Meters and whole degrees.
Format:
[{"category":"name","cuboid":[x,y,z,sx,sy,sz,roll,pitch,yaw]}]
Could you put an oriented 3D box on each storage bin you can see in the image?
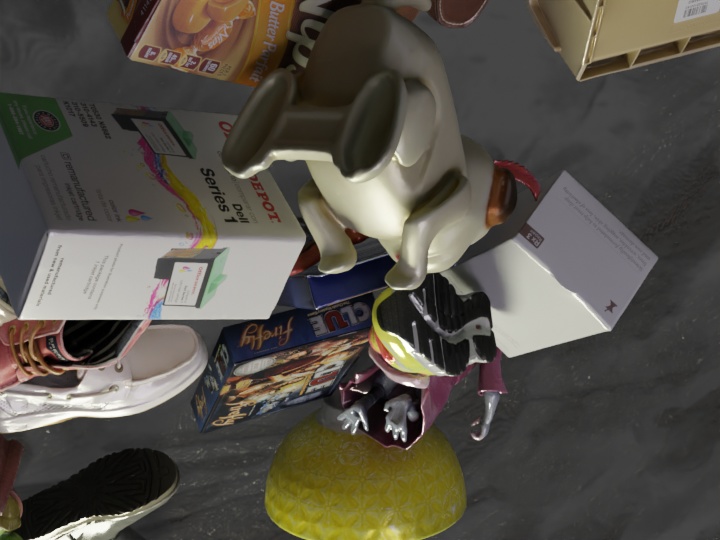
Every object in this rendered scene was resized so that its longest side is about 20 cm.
[{"category":"storage bin","cuboid":[0.241,-0.257,1.098,0.198,0.094,0.200,-16,143,-18]}]

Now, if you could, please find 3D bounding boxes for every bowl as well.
[{"category":"bowl","cuboid":[0.004,0.172,1.420,0.198,0.200,0.109,-9,108,-25]}]

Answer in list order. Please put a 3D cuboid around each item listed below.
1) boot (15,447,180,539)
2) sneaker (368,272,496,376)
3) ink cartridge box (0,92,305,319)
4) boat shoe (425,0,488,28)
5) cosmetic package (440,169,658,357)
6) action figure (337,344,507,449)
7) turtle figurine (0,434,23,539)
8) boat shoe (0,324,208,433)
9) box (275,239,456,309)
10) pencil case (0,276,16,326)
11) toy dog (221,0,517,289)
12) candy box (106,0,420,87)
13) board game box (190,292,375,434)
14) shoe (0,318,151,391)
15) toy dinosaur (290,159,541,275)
[{"category":"boot","cuboid":[-0.225,0.260,1.439,0.180,0.073,0.201,-18,139,9]},{"category":"sneaker","cuboid":[0.042,0.051,1.177,0.089,0.079,0.200,-8,169,21]},{"category":"ink cartridge box","cuboid":[-0.158,-0.043,1.045,0.198,0.145,0.084,1,133,-35]},{"category":"boat shoe","cuboid":[0.093,-0.246,1.029,0.075,0.072,0.201,-7,139,-27]},{"category":"cosmetic package","cuboid":[0.147,0.000,1.246,0.081,0.113,0.200,-51,-170,-20]},{"category":"action figure","cuboid":[0.067,0.074,1.350,0.199,0.133,0.150,-34,143,-31]},{"category":"turtle figurine","cuboid":[-0.331,0.245,1.215,0.199,0.193,0.145,-31,136,-32]},{"category":"boat shoe","cuboid":[-0.221,0.078,1.216,0.198,0.071,0.070,-15,143,-15]},{"category":"box","cuboid":[0.000,0.000,1.200,0.120,0.033,0.200,-17,-177,-14]},{"category":"pencil case","cuboid":[-0.344,0.047,1.088,0.199,0.078,0.089,-32,167,6]},{"category":"toy dog","cuboid":[0.022,-0.079,1.036,0.138,0.196,0.200,-4,148,32]},{"category":"candy box","cuboid":[-0.059,-0.186,1.014,0.198,0.056,0.116,8,130,-39]},{"category":"board game box","cuboid":[-0.069,0.082,1.299,0.134,0.035,0.200,-15,162,-19]},{"category":"shoe","cuboid":[-0.244,0.050,1.127,0.199,0.091,0.072,-32,116,-4]},{"category":"toy dinosaur","cuboid":[0.003,-0.057,1.146,0.182,0.199,0.106,-49,135,-26]}]
